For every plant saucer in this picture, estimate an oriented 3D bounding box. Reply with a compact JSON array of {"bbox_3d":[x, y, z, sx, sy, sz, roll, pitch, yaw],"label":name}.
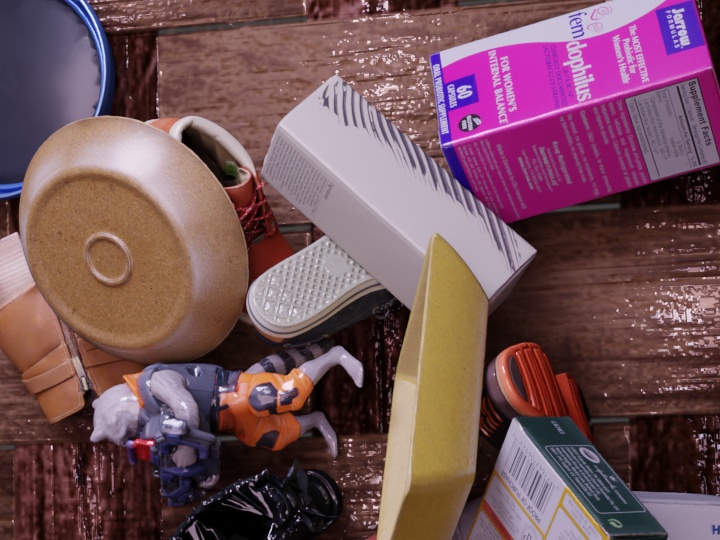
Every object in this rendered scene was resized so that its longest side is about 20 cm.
[{"bbox_3d":[0.050,0.109,1.218,0.048,0.200,0.200,8,56,-1],"label":"plant saucer"},{"bbox_3d":[-0.179,-0.014,1.311,0.200,0.035,0.200,11,116,23],"label":"plant saucer"}]

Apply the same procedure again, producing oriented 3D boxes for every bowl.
[{"bbox_3d":[-0.296,-0.156,1.458,0.200,0.039,0.201,-1,85,14],"label":"bowl"}]

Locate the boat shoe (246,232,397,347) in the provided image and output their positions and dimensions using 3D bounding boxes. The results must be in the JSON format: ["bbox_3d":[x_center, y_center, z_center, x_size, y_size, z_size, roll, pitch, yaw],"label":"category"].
[{"bbox_3d":[0.000,0.000,1.339,0.200,0.062,0.075,-28,72,-22],"label":"boat shoe"}]

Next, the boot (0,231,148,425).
[{"bbox_3d":[-0.198,0.021,1.404,0.200,0.077,0.155,-25,87,0],"label":"boot"}]

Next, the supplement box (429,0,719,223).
[{"bbox_3d":[0.162,-0.119,1.292,0.200,0.103,0.101,-15,47,11],"label":"supplement box"}]

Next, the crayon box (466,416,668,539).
[{"bbox_3d":[0.117,0.213,1.167,0.126,0.052,0.200,52,132,48],"label":"crayon box"}]

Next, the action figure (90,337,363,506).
[{"bbox_3d":[-0.110,0.111,1.342,0.193,0.200,0.105,-2,69,-15],"label":"action figure"}]

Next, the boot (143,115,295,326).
[{"bbox_3d":[-0.095,-0.034,1.338,0.200,0.107,0.075,50,63,-15],"label":"boot"}]

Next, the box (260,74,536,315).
[{"bbox_3d":[0.025,-0.043,1.286,0.200,0.082,0.068,42,62,7],"label":"box"}]

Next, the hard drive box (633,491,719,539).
[{"bbox_3d":[0.195,0.258,1.246,0.156,0.077,0.200,6,87,-22],"label":"hard drive box"}]

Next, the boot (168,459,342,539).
[{"bbox_3d":[-0.106,0.211,1.318,0.198,0.162,0.073,-34,81,10],"label":"boot"}]

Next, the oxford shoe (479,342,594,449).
[{"bbox_3d":[0.112,0.102,1.253,0.072,0.200,0.071,-20,69,13],"label":"oxford shoe"}]

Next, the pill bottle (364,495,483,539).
[{"bbox_3d":[0.025,0.250,1.308,0.200,0.112,0.112,-31,79,10],"label":"pill bottle"}]
